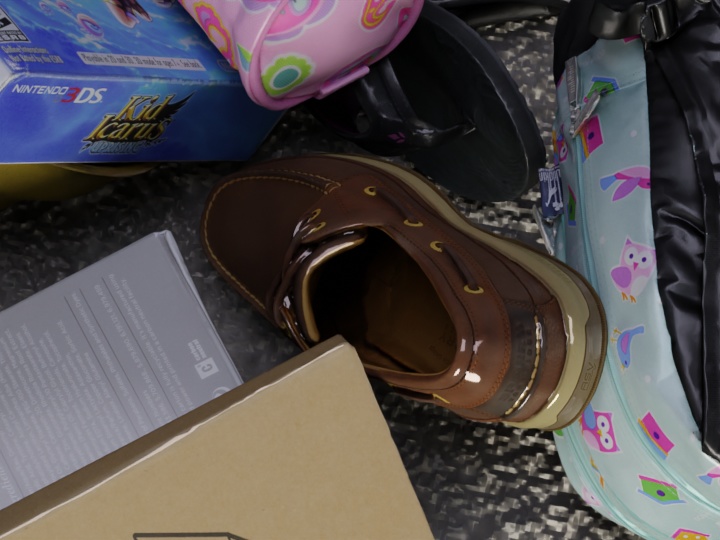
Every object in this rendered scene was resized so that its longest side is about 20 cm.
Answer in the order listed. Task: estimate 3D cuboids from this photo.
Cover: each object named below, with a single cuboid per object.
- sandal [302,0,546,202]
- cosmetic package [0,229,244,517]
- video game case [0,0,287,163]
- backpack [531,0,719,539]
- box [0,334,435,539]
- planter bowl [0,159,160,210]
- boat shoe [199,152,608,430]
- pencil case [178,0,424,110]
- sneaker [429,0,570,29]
[{"bbox_3d":[-0.009,-0.086,0.922,0.048,0.076,0.200,-33,60,-29],"label":"sandal"},{"bbox_3d":[-0.136,0.081,0.837,0.199,0.107,0.091,-24,68,-11],"label":"cosmetic package"},{"bbox_3d":[-0.135,-0.116,0.863,0.181,0.200,0.046,46,111,17],"label":"video game case"},{"bbox_3d":[0.141,0.000,0.845,0.166,0.127,0.202,8,68,-17],"label":"backpack"},{"bbox_3d":[-0.063,0.136,0.801,0.199,0.021,0.164,-27,113,-10],"label":"box"},{"bbox_3d":[-0.176,-0.077,0.893,0.201,0.200,0.084,48,112,18],"label":"planter bowl"},{"bbox_3d":[0.000,0.001,0.842,0.200,0.067,0.073,26,105,47],"label":"boat shoe"},{"bbox_3d":[-0.060,-0.152,0.884,0.087,0.088,0.200,-34,62,-12],"label":"pencil case"},{"bbox_3d":[0.011,-0.165,0.933,0.199,0.076,0.116,25,72,-12],"label":"sneaker"}]
